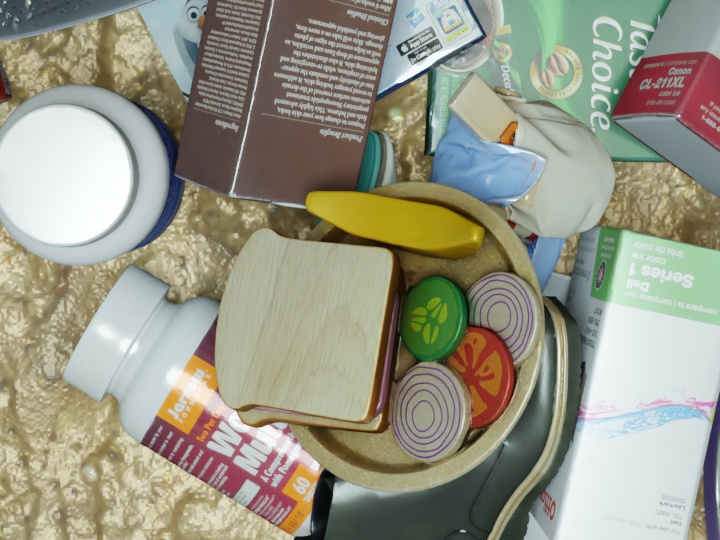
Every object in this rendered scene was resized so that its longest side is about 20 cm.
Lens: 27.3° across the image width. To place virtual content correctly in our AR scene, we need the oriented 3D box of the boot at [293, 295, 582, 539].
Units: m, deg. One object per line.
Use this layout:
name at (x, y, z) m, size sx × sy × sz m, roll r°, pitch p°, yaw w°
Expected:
boot at (0.047, 0.106, 0.917) m, size 0.137 × 0.078 × 0.201 m, roll 8°, pitch 111°, yaw -18°

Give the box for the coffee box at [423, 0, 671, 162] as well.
coffee box at (0.146, -0.137, 1.030) m, size 0.198 × 0.044 × 0.124 m, roll 3°, pitch 93°, yaw -2°

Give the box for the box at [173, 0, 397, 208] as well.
box at (-0.040, -0.143, 0.923) m, size 0.100 × 0.075 × 0.201 m, roll 6°, pitch 99°, yaw -42°

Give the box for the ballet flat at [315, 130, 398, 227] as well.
ballet flat at (0.000, 0.000, 1.003) m, size 0.069 × 0.070 × 0.201 m, roll 15°, pitch 59°, yaw -3°

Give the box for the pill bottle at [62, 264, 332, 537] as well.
pill bottle at (-0.092, 0.086, 1.000) m, size 0.199 × 0.110 × 0.110 m, roll 32°, pitch 91°, yaw -3°

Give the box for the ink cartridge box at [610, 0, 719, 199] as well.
ink cartridge box at (0.280, -0.150, 0.983) m, size 0.145 × 0.083 × 0.201 m, roll 31°, pitch 82°, yaw -20°

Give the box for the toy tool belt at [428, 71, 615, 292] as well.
toy tool belt at (0.068, -0.022, 0.958) m, size 0.122 × 0.125 × 0.201 m, roll 11°, pitch 105°, yaw -44°

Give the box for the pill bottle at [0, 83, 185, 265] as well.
pill bottle at (-0.173, -0.061, 0.945) m, size 0.111 × 0.200 × 0.113 m, roll 0°, pitch 93°, yaw -2°

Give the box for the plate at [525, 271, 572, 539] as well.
plate at (0.128, 0.100, 1.047) m, size 0.198 × 0.032 × 0.201 m, roll 14°, pitch 92°, yaw -3°

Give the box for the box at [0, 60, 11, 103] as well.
box at (-0.313, -0.197, 0.984) m, size 0.095 × 0.100 × 0.201 m, roll -17°, pitch 94°, yaw -1°

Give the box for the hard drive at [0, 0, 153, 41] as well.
hard drive at (-0.159, -0.237, 0.972) m, size 0.199 × 0.042 × 0.136 m, roll -17°, pitch 91°, yaw 11°

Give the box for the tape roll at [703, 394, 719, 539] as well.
tape roll at (0.290, 0.150, 0.972) m, size 0.084 × 0.200 × 0.202 m, roll 0°, pitch 93°, yaw -2°

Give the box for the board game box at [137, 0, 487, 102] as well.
board game box at (-0.048, -0.195, 1.000) m, size 0.199 × 0.043 × 0.200 m, roll -28°, pitch 91°, yaw 11°

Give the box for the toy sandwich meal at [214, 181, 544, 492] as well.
toy sandwich meal at (0.009, 0.033, 0.871) m, size 0.204 × 0.070 × 0.207 m, roll -6°, pitch 77°, yaw 28°

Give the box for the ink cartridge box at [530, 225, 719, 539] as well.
ink cartridge box at (0.172, 0.077, 0.959) m, size 0.083 × 0.145 × 0.201 m, roll 12°, pitch 92°, yaw -2°
